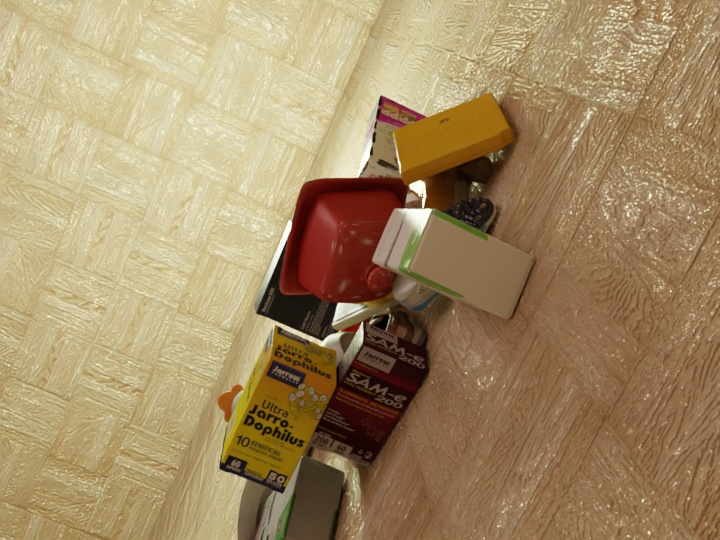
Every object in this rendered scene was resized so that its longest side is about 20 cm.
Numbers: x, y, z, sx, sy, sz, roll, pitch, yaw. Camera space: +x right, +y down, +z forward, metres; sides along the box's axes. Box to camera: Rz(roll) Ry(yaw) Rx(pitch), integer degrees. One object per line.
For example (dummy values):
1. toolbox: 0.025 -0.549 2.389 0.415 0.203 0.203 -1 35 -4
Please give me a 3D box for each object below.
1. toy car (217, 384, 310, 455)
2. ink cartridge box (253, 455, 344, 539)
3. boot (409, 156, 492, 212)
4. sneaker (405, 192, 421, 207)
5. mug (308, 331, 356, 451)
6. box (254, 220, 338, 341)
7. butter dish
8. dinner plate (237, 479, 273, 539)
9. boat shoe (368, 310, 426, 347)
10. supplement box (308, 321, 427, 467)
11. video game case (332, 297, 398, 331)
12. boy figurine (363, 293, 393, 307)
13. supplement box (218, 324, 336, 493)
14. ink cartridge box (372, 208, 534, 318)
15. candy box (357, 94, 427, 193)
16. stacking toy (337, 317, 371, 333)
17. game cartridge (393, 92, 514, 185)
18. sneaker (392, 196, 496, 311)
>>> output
1. toy car: -0.179 0.267 1.847 0.185 0.197 0.179 -52 19 49
2. ink cartridge box: -0.109 0.418 1.541 0.201 0.083 0.148 125 163 -46
3. boot: 0.113 -0.105 1.465 0.203 0.070 0.143 -57 31 -4
4. sneaker: 0.085 -0.101 1.599 0.198 0.076 0.081 -26 31 47
5. mug: -0.040 0.170 1.533 0.154 0.147 0.188 -55 33 29
6. box: -0.105 0.025 2.001 0.204 0.179 0.104 -66 12 3
7. butter dish: 0.000 -0.023 1.412 0.148 0.196 0.204 47 131 44
8. dinner plate: -0.168 0.446 1.680 0.200 0.024 0.205 -4 -90 -72
9. boat shoe: 0.044 0.093 1.481 0.077 0.071 0.200 -67 12 -3
10. supplement box: 0.008 0.184 1.392 0.061 0.107 0.202 -87 22 -59
11. video game case: 0.035 -0.001 1.674 0.198 0.023 0.185 -28 38 45
12. boy figurine: 0.000 0.000 1.621 0.200 0.063 0.127 -133 47 -61
13. supplement box: -0.122 0.205 1.408 0.110 0.107 0.203 -95 29 -67
14. ink cartridge box: 0.111 -0.014 1.205 0.086 0.143 0.200 -66 13 -1
15. candy box: 0.074 -0.224 1.770 0.202 0.134 0.061 -79 17 -47
16. stacking toy: -0.039 0.157 1.735 0.202 0.084 0.086 -57 15 23
17. game cartridge: 0.138 -0.203 1.453 0.173 0.033 0.201 -20 26 9
18. sneaker: 0.126 -0.023 1.362 0.201 0.072 0.072 -49 42 20
